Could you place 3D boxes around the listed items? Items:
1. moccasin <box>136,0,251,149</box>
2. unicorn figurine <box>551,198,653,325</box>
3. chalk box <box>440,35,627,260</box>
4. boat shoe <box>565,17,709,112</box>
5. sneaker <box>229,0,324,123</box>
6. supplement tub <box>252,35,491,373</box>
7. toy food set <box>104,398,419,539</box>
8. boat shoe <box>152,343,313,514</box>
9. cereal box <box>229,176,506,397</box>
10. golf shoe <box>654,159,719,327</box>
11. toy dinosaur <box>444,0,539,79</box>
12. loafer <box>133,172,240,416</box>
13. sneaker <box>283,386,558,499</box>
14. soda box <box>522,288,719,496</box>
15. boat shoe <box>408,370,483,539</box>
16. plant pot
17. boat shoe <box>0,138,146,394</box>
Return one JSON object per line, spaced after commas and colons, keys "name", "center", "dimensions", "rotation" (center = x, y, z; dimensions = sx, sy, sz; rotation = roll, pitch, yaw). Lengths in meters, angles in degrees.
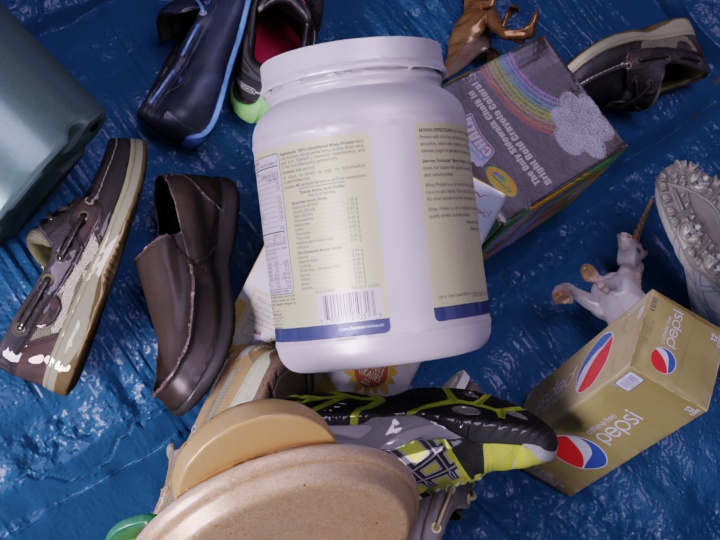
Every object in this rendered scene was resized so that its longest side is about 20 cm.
{"name": "moccasin", "center": [-0.132, -0.199, 0.978], "dimensions": [0.068, 0.080, 0.201], "rotation": [19, 58, -19]}
{"name": "unicorn figurine", "center": [0.223, 0.031, 0.989], "dimensions": [0.137, 0.074, 0.201], "rotation": [13, 49, -50]}
{"name": "chalk box", "center": [0.091, -0.080, 0.983], "dimensions": [0.199, 0.124, 0.125], "rotation": [-30, 80, -30]}
{"name": "boat shoe", "center": [0.257, -0.183, 1.129], "dimensions": [0.200, 0.072, 0.066], "rotation": [-25, 70, -34]}
{"name": "sneaker", "center": [-0.061, -0.215, 1.012], "dimensions": [0.076, 0.084, 0.202], "rotation": [12, 61, -17]}
{"name": "supplement tub", "center": [0.005, -0.041, 0.794], "dimensions": [0.144, 0.145, 0.202], "rotation": [-6, 89, -24]}
{"name": "toy food set", "center": [-0.059, 0.166, 0.739], "dimensions": [0.199, 0.198, 0.049], "rotation": [24, 28, -43]}
{"name": "boat shoe", "center": [-0.105, 0.143, 0.832], "dimensions": [0.072, 0.076, 0.201], "rotation": [49, 63, -45]}
{"name": "cereal box", "center": [0.000, 0.000, 0.887], "dimensions": [0.143, 0.040, 0.201], "rotation": [28, 91, 3]}
{"name": "golf shoe", "center": [0.299, 0.005, 1.034], "dimensions": [0.078, 0.097, 0.201], "rotation": [-28, 86, -26]}
{"name": "toy dinosaur", "center": [0.102, -0.206, 1.100], "dimensions": [0.105, 0.061, 0.201], "rotation": [15, 52, 14]}
{"name": "loafer", "center": [-0.135, 0.012, 0.876], "dimensions": [0.071, 0.073, 0.201], "rotation": [19, 49, -26]}
{"name": "sneaker", "center": [0.035, 0.125, 0.821], "dimensions": [0.198, 0.075, 0.077], "rotation": [2, 100, -6]}
{"name": "soda box", "center": [0.181, 0.095, 0.883], "dimensions": [0.064, 0.200, 0.068], "rotation": [29, 57, -5]}
{"name": "boat shoe", "center": [0.046, 0.168, 0.873], "dimensions": [0.060, 0.072, 0.203], "rotation": [31, 64, -4]}
{"name": "plant pot", "center": [-0.294, -0.116, 0.819], "dimensions": [0.196, 0.200, 0.201], "rotation": [41, 57, -7]}
{"name": "boat shoe", "center": [-0.204, -0.014, 0.856], "dimensions": [0.066, 0.072, 0.202], "rotation": [18, 64, -13]}
